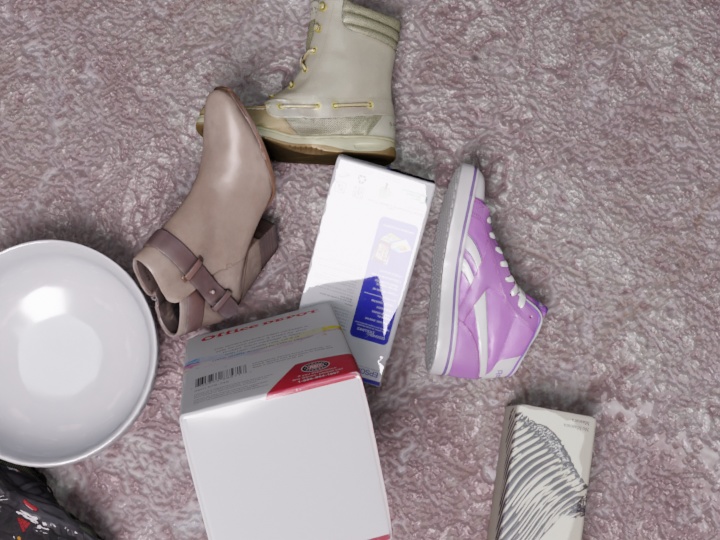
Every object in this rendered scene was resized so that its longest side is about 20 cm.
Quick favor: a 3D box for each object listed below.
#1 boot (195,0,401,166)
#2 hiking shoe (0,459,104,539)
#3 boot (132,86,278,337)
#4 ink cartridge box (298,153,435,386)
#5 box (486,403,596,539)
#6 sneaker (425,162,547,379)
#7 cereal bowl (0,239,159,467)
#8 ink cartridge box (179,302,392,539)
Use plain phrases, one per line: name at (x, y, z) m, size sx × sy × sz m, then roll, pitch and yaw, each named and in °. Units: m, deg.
boot at (-0.058, -0.188, 0.960) m, size 0.196 × 0.072 × 0.158 m, roll 5°, pitch 82°, yaw -7°
hiking shoe at (-0.291, 0.221, 0.884) m, size 0.075 × 0.101 × 0.200 m, roll -40°, pitch 114°, yaw 4°
boot at (-0.145, -0.043, 0.883) m, size 0.146 × 0.069 × 0.203 m, roll -39°, pitch 128°, yaw -35°
ink cartridge box at (0.000, 0.000, 0.932) m, size 0.098 × 0.039 × 0.204 m, roll 16°, pitch 100°, yaw 0°
box at (0.163, 0.230, 0.907) m, size 0.080 × 0.068 × 0.204 m, roll 8°, pitch 81°, yaw -1°
sneaker at (0.126, 0.003, 0.944) m, size 0.112 × 0.073 × 0.205 m, roll 5°, pitch 91°, yaw -5°
cereal bowl at (-0.280, 0.079, 0.901) m, size 0.196 × 0.083 × 0.204 m, roll 1°, pitch 78°, yaw -5°
ink cartridge box at (-0.067, 0.135, 0.831) m, size 0.143 × 0.200 × 0.147 m, roll -13°, pitch 105°, yaw -4°
